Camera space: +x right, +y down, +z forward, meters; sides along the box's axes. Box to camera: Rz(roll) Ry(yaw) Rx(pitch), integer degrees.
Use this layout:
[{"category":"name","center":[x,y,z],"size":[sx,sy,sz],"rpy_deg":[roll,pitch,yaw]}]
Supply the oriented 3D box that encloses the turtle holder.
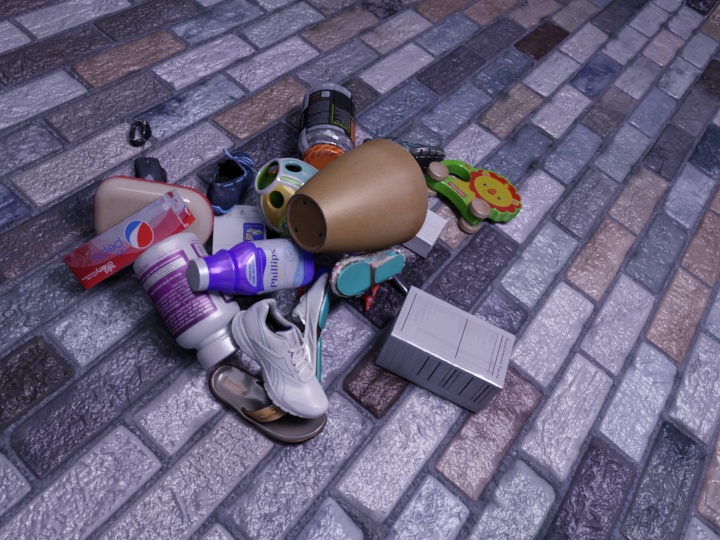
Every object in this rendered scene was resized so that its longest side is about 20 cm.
[{"category":"turtle holder","center":[-0.130,-0.119,1.017],"size":[0.132,0.140,0.187],"rpy_deg":[41,49,-39]}]

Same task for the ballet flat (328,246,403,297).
[{"category":"ballet flat","center":[0.000,0.000,0.974],"size":[0.063,0.077,0.199],"rpy_deg":[18,20,35]}]

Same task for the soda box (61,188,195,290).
[{"category":"soda box","center":[-0.370,-0.051,0.899],"size":[0.199,0.070,0.064],"rpy_deg":[-30,107,7]}]

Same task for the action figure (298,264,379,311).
[{"category":"action figure","center":[-0.075,0.024,1.000],"size":[0.198,0.066,0.099],"rpy_deg":[27,44,4]}]

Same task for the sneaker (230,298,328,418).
[{"category":"sneaker","center":[-0.112,0.133,0.833],"size":[0.201,0.087,0.074],"rpy_deg":[52,36,0]}]

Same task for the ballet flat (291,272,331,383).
[{"category":"ballet flat","center":[-0.088,0.099,0.920],"size":[0.069,0.069,0.203],"rpy_deg":[9,78,-10]}]

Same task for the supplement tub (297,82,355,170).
[{"category":"supplement tub","center":[-0.070,-0.289,1.184],"size":[0.121,0.123,0.202],"rpy_deg":[8,54,-10]}]

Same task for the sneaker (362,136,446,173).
[{"category":"sneaker","center":[0.097,-0.268,1.246],"size":[0.197,0.076,0.080],"rpy_deg":[-4,55,-18]}]

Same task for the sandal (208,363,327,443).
[{"category":"sandal","center":[-0.145,0.199,0.867],"size":[0.199,0.055,0.082],"rpy_deg":[30,54,6]}]

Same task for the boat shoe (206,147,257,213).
[{"category":"boat shoe","center":[-0.242,-0.186,1.074],"size":[0.083,0.069,0.201],"rpy_deg":[6,38,-7]}]

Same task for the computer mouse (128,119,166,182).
[{"category":"computer mouse","center":[-0.422,-0.231,1.100],"size":[0.058,0.034,0.202],"rpy_deg":[-11,60,-21]}]

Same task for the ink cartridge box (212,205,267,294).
[{"category":"ink cartridge box","center":[-0.220,-0.032,1.016],"size":[0.098,0.039,0.202],"rpy_deg":[2,54,-14]}]

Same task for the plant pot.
[{"category":"plant pot","center":[-0.019,-0.102,0.911],"size":[0.186,0.187,0.199],"rpy_deg":[45,44,17]}]

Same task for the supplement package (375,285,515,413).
[{"category":"supplement package","center":[0.144,0.137,0.957],"size":[0.198,0.110,0.114],"rpy_deg":[26,53,4]}]

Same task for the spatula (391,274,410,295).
[{"category":"spatula","center":[0.031,-0.019,1.089],"size":[0.200,0.021,0.056],"rpy_deg":[44,55,15]}]

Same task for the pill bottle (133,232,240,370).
[{"category":"pill bottle","center":[-0.261,0.051,0.883],"size":[0.112,0.112,0.201],"rpy_deg":[-30,87,-31]}]

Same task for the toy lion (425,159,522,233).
[{"category":"toy lion","center":[0.258,-0.178,1.244],"size":[0.200,0.069,0.191],"rpy_deg":[45,49,16]}]

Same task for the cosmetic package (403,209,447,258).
[{"category":"cosmetic package","center":[0.071,-0.114,1.147],"size":[0.199,0.051,0.083],"rpy_deg":[32,52,8]}]

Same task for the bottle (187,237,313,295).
[{"category":"bottle","center":[-0.167,-0.005,0.868],"size":[0.198,0.065,0.085],"rpy_deg":[-8,101,-40]}]

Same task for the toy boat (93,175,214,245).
[{"category":"toy boat","center":[-0.360,-0.104,0.992],"size":[0.197,0.132,0.131],"rpy_deg":[9,24,-9]}]
